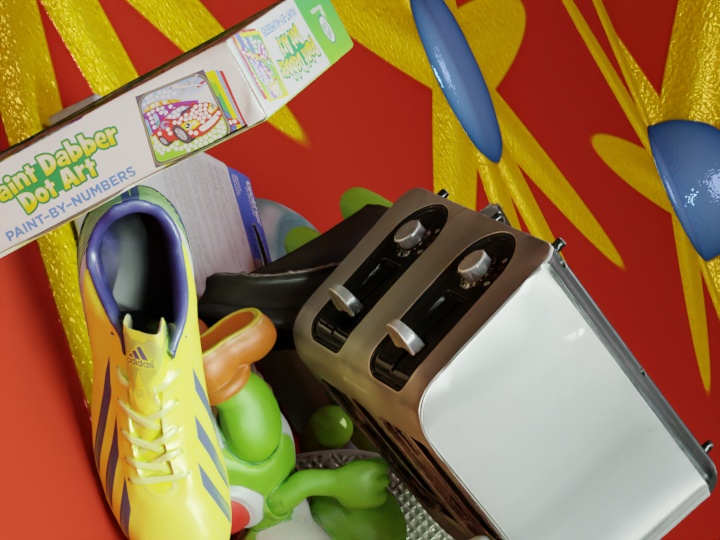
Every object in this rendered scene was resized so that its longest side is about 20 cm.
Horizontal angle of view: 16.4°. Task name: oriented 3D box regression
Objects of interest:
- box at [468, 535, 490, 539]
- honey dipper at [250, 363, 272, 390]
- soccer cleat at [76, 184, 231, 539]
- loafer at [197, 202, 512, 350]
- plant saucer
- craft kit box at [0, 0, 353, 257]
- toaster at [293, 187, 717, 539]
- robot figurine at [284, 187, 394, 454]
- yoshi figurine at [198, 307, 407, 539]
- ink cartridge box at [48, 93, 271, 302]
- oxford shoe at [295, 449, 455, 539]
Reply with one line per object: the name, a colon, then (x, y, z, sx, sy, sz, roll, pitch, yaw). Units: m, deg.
box: (0.012, 0.268, 1.187, 0.200, 0.171, 0.199, 65, 15, -7)
honey dipper: (-0.043, 0.114, 1.477, 0.038, 0.038, 0.200, -96, 159, -47)
soccer cleat: (-0.105, 0.057, 1.237, 0.084, 0.064, 0.201, 156, -76, -83)
loafer: (0.000, 0.000, 1.404, 0.073, 0.199, 0.072, 145, -63, -70)
plant saucer: (-0.028, 0.040, 1.640, 0.200, 0.027, 0.200, 56, 19, -30)
craft kit box: (-0.113, -0.066, 1.205, 0.049, 0.197, 0.200, 64, 16, -8)
toaster: (0.076, 0.070, 1.300, 0.200, 0.119, 0.181, 52, -9, -24)
robot figurine: (0.030, 0.049, 1.512, 0.116, 0.175, 0.200, 29, -29, 57)
yoshi figurine: (-0.040, 0.109, 1.368, 0.112, 0.112, 0.200, -89, 154, -69)
ink cartridge box: (-0.106, -0.019, 1.445, 0.200, 0.042, 0.120, 23, 47, -64)
oxford shoe: (0.034, 0.148, 1.459, 0.058, 0.199, 0.075, 126, -32, -73)
